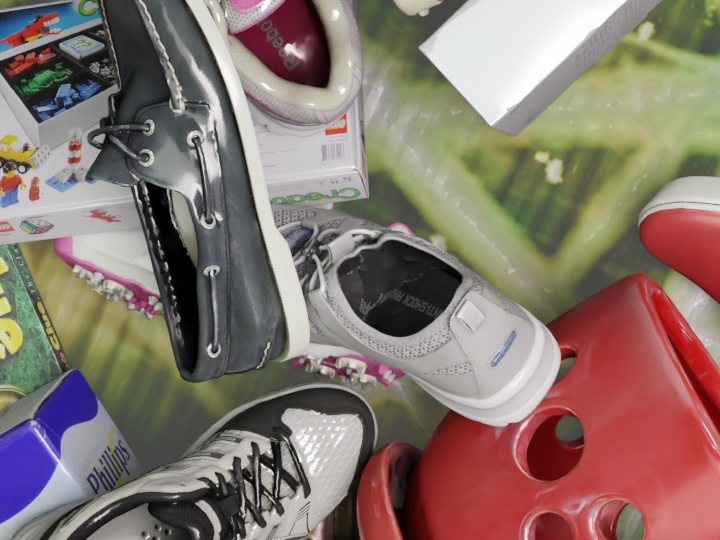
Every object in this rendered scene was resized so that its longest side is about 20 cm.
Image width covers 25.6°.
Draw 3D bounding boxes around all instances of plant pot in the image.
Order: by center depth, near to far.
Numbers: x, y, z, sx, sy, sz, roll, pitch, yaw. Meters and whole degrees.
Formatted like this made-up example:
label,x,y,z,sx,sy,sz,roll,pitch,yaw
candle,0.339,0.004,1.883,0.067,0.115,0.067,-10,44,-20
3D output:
label,x,y,z,sx,sy,sz,roll,pitch,yaw
plant pot,0.109,0.129,0.751,0.182,0.200,0.201,-32,90,11

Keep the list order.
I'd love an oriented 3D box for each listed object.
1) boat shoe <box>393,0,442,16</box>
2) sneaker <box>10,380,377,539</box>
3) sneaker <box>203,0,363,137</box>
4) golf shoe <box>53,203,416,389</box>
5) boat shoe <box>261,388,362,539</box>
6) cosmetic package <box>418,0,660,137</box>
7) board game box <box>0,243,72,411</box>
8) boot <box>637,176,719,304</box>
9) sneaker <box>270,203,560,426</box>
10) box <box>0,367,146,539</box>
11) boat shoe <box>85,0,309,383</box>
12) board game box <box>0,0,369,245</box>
label,x,y,z,sx,sy,sz,roll,pitch,yaw
boat shoe,0.012,-0.157,0.702,0.063,0.200,0.071,-43,116,2
sneaker,-0.068,0.116,0.737,0.199,0.088,0.076,-29,95,-21
sneaker,-0.061,-0.142,0.709,0.200,0.088,0.081,44,85,-19
golf shoe,-0.060,-0.005,0.835,0.199,0.075,0.092,17,79,5
boat shoe,-0.012,0.161,0.825,0.072,0.072,0.201,-5,88,34
cosmetic package,0.106,-0.130,0.728,0.052,0.200,0.151,45,98,3
board game box,-0.229,0.023,0.877,0.104,0.023,0.201,-24,91,7
boot,0.211,0.050,0.766,0.199,0.072,0.145,27,67,3
sneaker,0.000,0.000,0.725,0.199,0.082,0.075,18,68,39
box,-0.179,0.188,0.829,0.183,0.105,0.200,-31,98,8
boat shoe,-0.084,-0.042,0.681,0.066,0.074,0.200,-26,113,-24
board game box,-0.097,-0.087,0.817,0.199,0.035,0.127,-6,65,9
